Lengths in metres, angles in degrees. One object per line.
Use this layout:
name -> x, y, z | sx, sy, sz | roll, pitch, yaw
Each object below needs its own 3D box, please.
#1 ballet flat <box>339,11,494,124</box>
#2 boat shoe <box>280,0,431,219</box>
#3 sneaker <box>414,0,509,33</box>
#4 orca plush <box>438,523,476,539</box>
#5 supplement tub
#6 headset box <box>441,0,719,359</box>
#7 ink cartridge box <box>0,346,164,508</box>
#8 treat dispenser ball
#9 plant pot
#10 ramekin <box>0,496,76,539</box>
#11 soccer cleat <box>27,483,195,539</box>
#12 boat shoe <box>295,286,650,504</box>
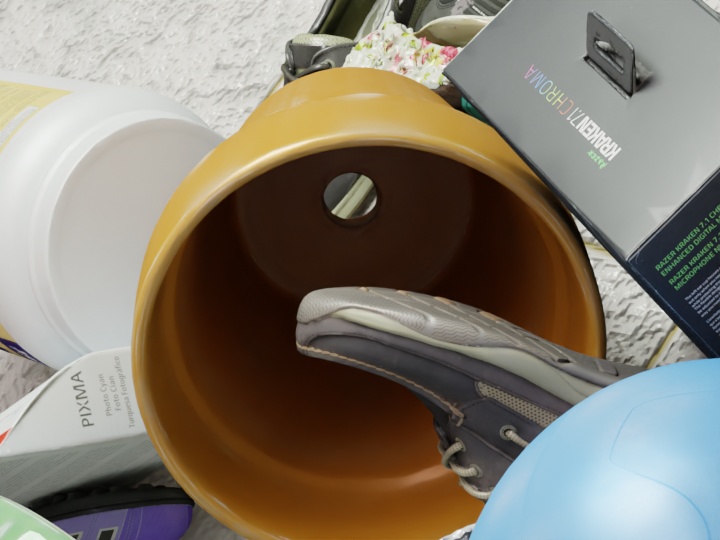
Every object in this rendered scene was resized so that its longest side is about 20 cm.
ballet flat -> 0.066, -0.091, 1.375 | 0.199, 0.076, 0.064 | 12, 69, 41
boat shoe -> -0.011, -0.101, 1.483 | 0.072, 0.066, 0.202 | 8, 62, 49
sneaker -> 0.087, -0.192, 1.448 | 0.200, 0.090, 0.066 | -46, 34, 2
orca plush -> 0.038, 0.159, 1.147 | 0.105, 0.071, 0.200 | -23, -16, -29
supplement tub -> -0.146, -0.024, 1.467 | 0.146, 0.145, 0.200 | -56, 29, -12
headset box -> 0.142, -0.026, 1.136 | 0.093, 0.200, 0.174 | -44, 35, 4
ink cartridge box -> -0.176, 0.082, 1.343 | 0.160, 0.199, 0.048 | -32, 68, 55
treat dispenser ball -> 0.129, 0.131, 0.997 | 0.200, 0.201, 0.202 | -27, 40, 25
plant pot -> 0.000, 0.000, 1.288 | 0.200, 0.200, 0.183 | -38, 20, 13
ramekin -> -0.130, 0.185, 1.227 | 0.098, 0.200, 0.200 | -49, 34, -17
soccer cleat -> -0.162, 0.160, 1.406 | 0.199, 0.068, 0.074 | -22, 70, 19
boat shoe -> 0.064, 0.063, 1.161 | 0.074, 0.199, 0.074 | -43, -28, -84
